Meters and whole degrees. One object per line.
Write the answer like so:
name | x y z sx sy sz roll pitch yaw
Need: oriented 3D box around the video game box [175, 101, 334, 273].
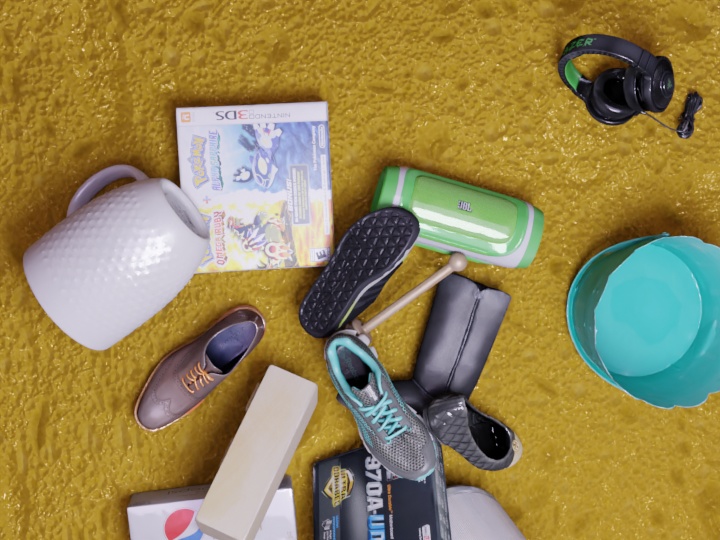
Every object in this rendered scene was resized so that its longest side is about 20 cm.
video game box | -0.125 -0.100 1.302 0.182 0.047 0.201 -4 95 -2

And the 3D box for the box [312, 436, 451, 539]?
box | 0.023 0.293 1.257 0.159 0.200 0.046 -21 132 18

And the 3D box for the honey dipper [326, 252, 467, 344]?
honey dipper | 0.045 0.040 1.309 0.200 0.038 0.038 -38 97 12

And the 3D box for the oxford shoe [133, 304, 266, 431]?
oxford shoe | -0.197 0.118 1.298 0.071 0.073 0.200 44 90 -8

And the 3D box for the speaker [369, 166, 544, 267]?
speaker | 0.115 -0.064 1.307 0.199 0.088 0.089 15 93 -7

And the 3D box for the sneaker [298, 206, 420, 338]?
sneaker | 0.000 0.000 1.292 0.200 0.083 0.072 -46 75 19

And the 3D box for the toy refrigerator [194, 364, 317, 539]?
toy refrigerator | -0.122 0.219 1.270 0.070 0.076 0.200 23 68 8

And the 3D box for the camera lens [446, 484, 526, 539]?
camera lens | 0.132 0.364 1.273 0.160 0.200 0.160 -11 121 -19

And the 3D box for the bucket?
bucket | 0.356 0.056 1.314 0.206 0.135 0.208 0 94 -6

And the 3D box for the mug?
mug | -0.275 -0.037 1.242 0.175 0.148 0.200 -35 55 10

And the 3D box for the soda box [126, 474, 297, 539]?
soda box | -0.179 0.300 1.319 0.199 0.064 0.068 -6 95 -4

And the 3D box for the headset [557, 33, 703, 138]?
headset | 0.333 -0.227 1.306 0.200 0.123 0.094 33 71 -21

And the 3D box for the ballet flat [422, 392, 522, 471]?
ballet flat | 0.146 0.197 1.297 0.057 0.200 0.067 -18 59 31

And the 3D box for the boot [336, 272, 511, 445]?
boot | 0.078 0.095 1.325 0.164 0.066 0.201 20 96 -15

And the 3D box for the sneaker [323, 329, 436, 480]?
sneaker | 0.015 0.154 1.241 0.078 0.091 0.200 -36 76 0
